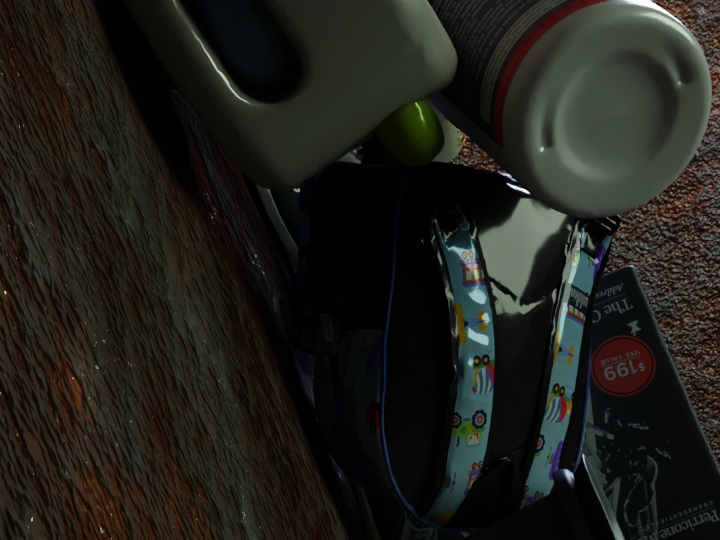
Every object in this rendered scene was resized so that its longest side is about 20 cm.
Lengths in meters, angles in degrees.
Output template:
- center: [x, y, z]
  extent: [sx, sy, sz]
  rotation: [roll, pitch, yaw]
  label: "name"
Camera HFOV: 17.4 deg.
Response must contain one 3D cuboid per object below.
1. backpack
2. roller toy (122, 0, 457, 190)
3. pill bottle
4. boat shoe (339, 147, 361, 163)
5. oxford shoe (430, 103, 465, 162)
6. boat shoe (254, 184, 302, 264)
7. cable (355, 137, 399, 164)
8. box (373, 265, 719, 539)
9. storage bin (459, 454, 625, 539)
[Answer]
- center: [0.046, 0.044, 1.331]
  extent: [0.182, 0.134, 0.200]
  rotation: [6, 87, -44]
  label: "backpack"
- center: [-0.051, -0.142, 1.223]
  extent: [0.200, 0.140, 0.182]
  rotation: [60, 5, 36]
  label: "roller toy"
- center: [0.096, -0.120, 1.299]
  extent: [0.200, 0.119, 0.120]
  rotation: [48, -14, 56]
  label: "pill bottle"
- center: [-0.022, -0.133, 1.692]
  extent: [0.070, 0.066, 0.200]
  rotation: [37, 14, -34]
  label: "boat shoe"
- center: [0.048, -0.118, 1.693]
  extent: [0.200, 0.074, 0.071]
  rotation: [-40, -138, 54]
  label: "oxford shoe"
- center: [-0.050, -0.094, 1.467]
  extent: [0.076, 0.060, 0.200]
  rotation: [-101, 168, -75]
  label: "boat shoe"
- center: [0.000, -0.105, 1.449]
  extent: [0.200, 0.051, 0.163]
  rotation: [87, -13, -72]
  label: "cable"
- center: [0.113, 0.126, 1.436]
  extent: [0.104, 0.200, 0.182]
  rotation: [60, 8, -65]
  label: "box"
- center: [0.098, 0.219, 1.255]
  extent: [0.146, 0.134, 0.200]
  rotation: [58, 10, -62]
  label: "storage bin"
